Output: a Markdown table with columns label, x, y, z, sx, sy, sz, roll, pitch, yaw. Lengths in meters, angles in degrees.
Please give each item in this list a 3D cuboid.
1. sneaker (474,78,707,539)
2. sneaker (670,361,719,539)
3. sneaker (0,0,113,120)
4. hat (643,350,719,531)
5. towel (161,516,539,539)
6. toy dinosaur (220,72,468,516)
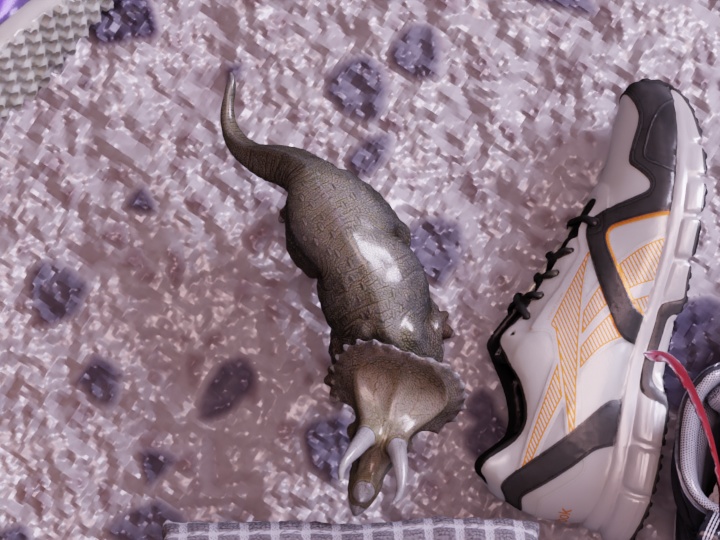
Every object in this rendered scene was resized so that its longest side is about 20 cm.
| label | x | y | z | sx | sy | sz | roll | pitch | yaw |
| --- | --- | --- | --- | --- | --- | --- | --- | --- | --- |
| sneaker | 0.099 | 0.012 | 1.171 | 0.079 | 0.074 | 0.201 | 11 | 79 | 0 |
| sneaker | 0.188 | 0.043 | 1.144 | 0.075 | 0.114 | 0.201 | 23 | 80 | 18 |
| sneaker | -0.153 | -0.145 | 1.189 | 0.099 | 0.070 | 0.200 | 40 | 76 | 10 |
| hat | 0.168 | 0.136 | 1.109 | 0.165 | 0.200 | 0.177 | -17 | 67 | -38 |
| towel | -0.003 | 0.202 | 1.124 | 0.164 | 0.086 | 0.202 | -1 | 80 | -3 |
| toy dinosaur | 0.000 | 0.000 | 1.151 | 0.076 | 0.102 | 0.201 | -16 | 82 | -7 |
